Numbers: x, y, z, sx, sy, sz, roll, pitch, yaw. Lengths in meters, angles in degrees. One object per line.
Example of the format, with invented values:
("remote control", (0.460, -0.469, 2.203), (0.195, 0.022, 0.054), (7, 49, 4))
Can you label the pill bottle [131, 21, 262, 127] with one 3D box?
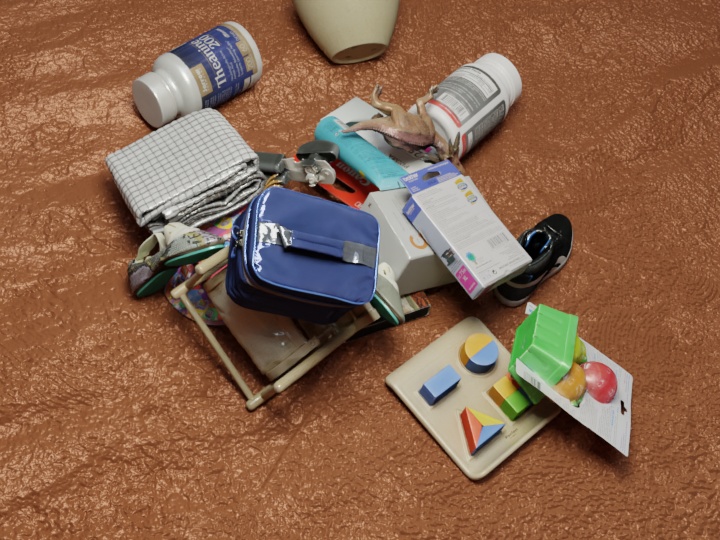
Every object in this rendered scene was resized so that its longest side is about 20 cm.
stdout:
("pill bottle", (-0.262, -0.309, 1.865), (0.199, 0.112, 0.111), (-35, 67, -30))

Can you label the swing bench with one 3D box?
("swing bench", (-0.115, 0.045, 1.596), (0.199, 0.129, 0.200), (-35, 91, -31))

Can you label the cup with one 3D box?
("cup", (-0.015, -0.436, 1.975), (0.197, 0.200, 0.146), (-10, 84, -18))

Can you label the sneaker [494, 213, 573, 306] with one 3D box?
("sneaker", (0.283, -0.039, 1.780), (0.073, 0.113, 0.200), (33, 55, 12))

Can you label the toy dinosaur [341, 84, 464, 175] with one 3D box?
("toy dinosaur", (0.078, -0.206, 1.765), (0.197, 0.086, 0.137), (-1, 50, -31))

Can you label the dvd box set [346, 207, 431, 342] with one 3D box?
("dvd box set", (0.000, 0.000, 1.747), (0.144, 0.030, 0.202), (-16, 60, -21))

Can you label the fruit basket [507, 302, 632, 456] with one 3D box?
("fruit basket", (0.301, 0.152, 1.648), (0.199, 0.094, 0.186), (40, 33, -11))

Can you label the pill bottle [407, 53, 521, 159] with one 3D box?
("pill bottle", (0.173, -0.268, 1.919), (0.115, 0.117, 0.200), (38, 56, 17))

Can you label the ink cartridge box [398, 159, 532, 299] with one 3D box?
("ink cartridge box", (0.143, -0.062, 1.667), (0.118, 0.042, 0.201), (-24, 71, -41))

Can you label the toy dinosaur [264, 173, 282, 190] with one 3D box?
("toy dinosaur", (-0.139, -0.087, 1.742), (0.196, 0.061, 0.107), (0, 44, 10))

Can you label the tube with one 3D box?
("tube", (0.004, -0.172, 1.762), (0.076, 0.051, 0.200), (-16, 38, -31))

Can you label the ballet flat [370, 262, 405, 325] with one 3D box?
("ballet flat", (0.011, 0.005, 1.649), (0.064, 0.068, 0.199), (-42, 47, -13))

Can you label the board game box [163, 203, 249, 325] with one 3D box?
("board game box", (-0.197, -0.023, 1.679), (0.155, 0.039, 0.203), (10, 69, 10))

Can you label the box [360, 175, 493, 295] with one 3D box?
("box", (0.100, -0.052, 1.733), (0.198, 0.098, 0.125), (-12, 59, -36))

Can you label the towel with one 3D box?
("towel", (-0.257, -0.136, 1.716), (0.198, 0.086, 0.166), (-30, 48, -13))

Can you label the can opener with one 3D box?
("can opener", (-0.123, -0.163, 1.786), (0.197, 0.053, 0.067), (3, 54, 22))

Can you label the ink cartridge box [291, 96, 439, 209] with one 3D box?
("ink cartridge box", (0.008, -0.180, 1.845), (0.199, 0.044, 0.173), (34, 50, 24))

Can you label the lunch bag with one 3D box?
("lunch bag", (-0.077, -0.022, 1.486), (0.197, 0.132, 0.138), (12, 68, -24))

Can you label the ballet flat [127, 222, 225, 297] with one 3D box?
("ballet flat", (-0.263, -0.027, 1.613), (0.071, 0.199, 0.073), (23, 55, -36))

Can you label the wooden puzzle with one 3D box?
("wooden puzzle", (0.162, 0.170, 1.648), (0.184, 0.047, 0.200), (-33, 67, -29))
